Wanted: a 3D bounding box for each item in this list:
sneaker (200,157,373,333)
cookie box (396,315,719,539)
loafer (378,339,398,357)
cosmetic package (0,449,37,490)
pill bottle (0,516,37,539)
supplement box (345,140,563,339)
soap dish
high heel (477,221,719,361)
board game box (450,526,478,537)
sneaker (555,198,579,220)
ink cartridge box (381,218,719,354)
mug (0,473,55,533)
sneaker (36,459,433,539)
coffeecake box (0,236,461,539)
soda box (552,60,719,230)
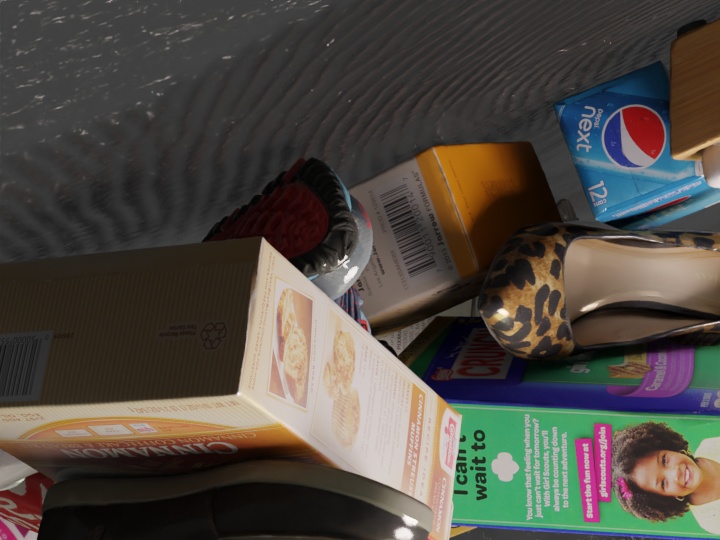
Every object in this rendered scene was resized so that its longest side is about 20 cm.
[{"bbox_3d":[-0.024,0.009,1.008,0.079,0.095,0.200,-59,-167,-17],"label":"sneaker"},{"bbox_3d":[0.117,0.080,1.130,0.199,0.075,0.171,1,-167,15],"label":"cookie box"},{"bbox_3d":[-0.030,0.118,1.121,0.070,0.070,0.200,-15,-149,48],"label":"loafer"},{"bbox_3d":[-0.228,0.079,1.045,0.107,0.090,0.200,-23,176,13],"label":"cosmetic package"},{"bbox_3d":[-0.253,0.177,1.334,0.113,0.114,0.200,-25,-161,28],"label":"pill bottle"},{"bbox_3d":[0.000,0.000,1.179,0.200,0.074,0.126,-25,173,29],"label":"supplement box"},{"bbox_3d":[0.255,-0.111,1.053,0.200,0.081,0.157,-24,173,21],"label":"soap dish"},{"bbox_3d":[0.153,0.008,1.094,0.142,0.072,0.200,-2,-178,30],"label":"high heel"},{"bbox_3d":[0.091,0.063,1.450,0.153,0.201,0.040,-23,173,14],"label":"board game box"},{"bbox_3d":[0.131,-0.001,1.615,0.090,0.078,0.200,-15,173,6],"label":"sneaker"},{"bbox_3d":[0.118,0.014,1.320,0.199,0.083,0.147,6,-171,30],"label":"ink cartridge box"},{"bbox_3d":[-0.113,0.135,1.264,0.200,0.178,0.134,14,-121,31],"label":"mug"},{"bbox_3d":[-0.059,0.145,0.910,0.200,0.107,0.075,-9,151,34],"label":"sneaker"},{"bbox_3d":[-0.065,0.065,0.956,0.153,0.073,0.200,-5,153,28],"label":"coffeecake box"},{"bbox_3d":[0.160,-0.065,1.188,0.064,0.068,0.200,-21,174,11],"label":"soda box"}]
